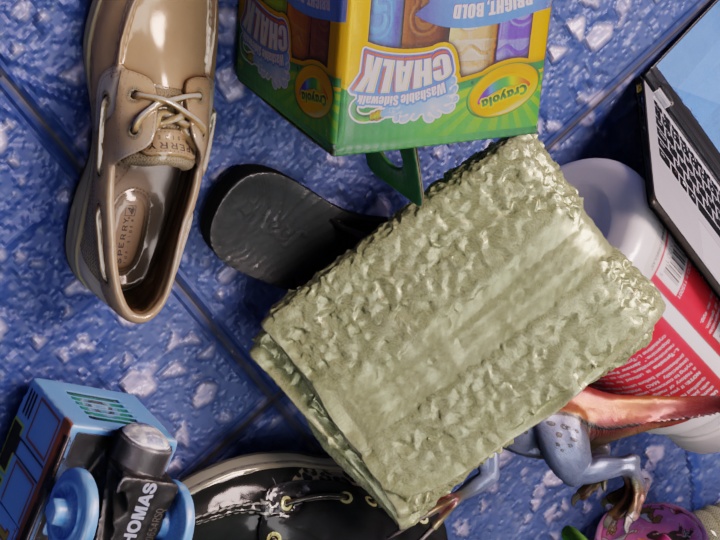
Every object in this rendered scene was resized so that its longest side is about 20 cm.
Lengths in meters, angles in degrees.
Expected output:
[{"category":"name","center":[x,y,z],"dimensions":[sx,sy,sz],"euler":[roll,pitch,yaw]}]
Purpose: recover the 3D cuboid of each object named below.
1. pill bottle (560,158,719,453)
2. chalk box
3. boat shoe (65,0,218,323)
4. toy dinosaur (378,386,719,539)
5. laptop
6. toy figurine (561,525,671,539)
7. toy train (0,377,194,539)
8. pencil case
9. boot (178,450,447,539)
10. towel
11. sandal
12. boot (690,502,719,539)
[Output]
[{"category":"pill bottle","center":[0.175,0.030,1.036],"dimensions":[0.112,0.112,0.200],"euler":[-49,128,-1]},{"category":"chalk box","center":[0.015,-0.134,0.851],"dimensions":[0.123,0.125,0.202],"euler":[-7,116,-28]},{"category":"boat shoe","center":[-0.101,-0.073,0.849],"dimensions":[0.071,0.064,0.202],"euler":[-3,115,-30]},{"category":"toy dinosaur","center":[0.087,0.075,0.991],"dimensions":[0.200,0.105,0.181],"euler":[-45,112,8]},{"category":"laptop","center":[0.263,-0.062,1.027],"dimensions":[0.115,0.201,0.187],"euler":[-28,120,25]},{"category":"toy figurine","center":[0.247,0.182,1.050],"dimensions":[0.183,0.150,0.201],"euler":[-35,139,-4]},{"category":"toy train","center":[-0.159,0.161,0.899],"dimensions":[0.086,0.114,0.202],"euler":[13,106,-38]},{"category":"pencil case","center":[0.199,0.260,1.183],"dimensions":[0.082,0.087,0.202],"euler":[-7,116,-13]},{"category":"boot","center":[-0.020,0.182,0.962],"dimensions":[0.202,0.154,0.074],"euler":[-4,139,-31]},{"category":"towel","center":[0.052,0.030,0.921],"dimensions":[0.199,0.037,0.149],"euler":[-38,98,6]},{"category":"sandal","center":[-0.001,0.001,0.956],"dimensions":[0.199,0.048,0.076],"euler":[18,104,-36]},{"category":"boot","center":[0.310,0.236,1.246],"dimensions":[0.153,0.072,0.202],"euler":[-22,118,-21]}]
